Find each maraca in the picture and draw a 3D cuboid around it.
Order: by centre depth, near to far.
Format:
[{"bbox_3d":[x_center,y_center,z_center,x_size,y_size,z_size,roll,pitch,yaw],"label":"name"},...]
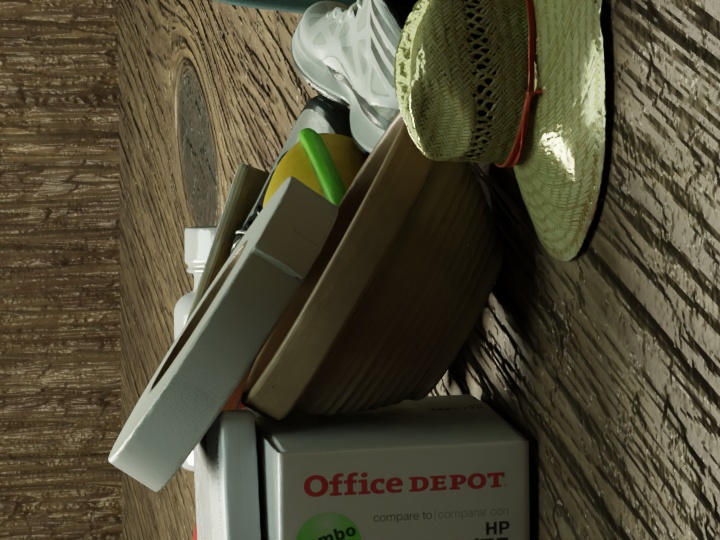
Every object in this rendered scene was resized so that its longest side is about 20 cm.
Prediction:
[{"bbox_3d":[0.000,0.000,1.621,0.137,0.107,0.201,69,179,-64],"label":"maraca"}]

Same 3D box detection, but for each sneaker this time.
[{"bbox_3d":[0.017,-0.157,1.626,0.201,0.075,0.116,-125,42,-56],"label":"sneaker"},{"bbox_3d":[-0.048,-0.032,1.827,0.074,0.079,0.201,36,120,34],"label":"sneaker"}]

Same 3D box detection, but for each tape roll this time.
[{"bbox_3d":[-0.081,0.037,1.503,0.203,0.037,0.203,-57,5,7],"label":"tape roll"}]

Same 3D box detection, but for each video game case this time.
[{"bbox_3d":[-0.076,0.184,1.505,0.182,0.023,0.201,156,111,-80],"label":"video game case"}]

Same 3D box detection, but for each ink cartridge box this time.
[{"bbox_3d":[0.013,0.183,1.474,0.146,0.146,0.201,-142,51,-78],"label":"ink cartridge box"}]

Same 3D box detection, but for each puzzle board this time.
[{"bbox_3d":[-0.087,0.027,1.909,0.151,0.017,0.201,19,-90,-64],"label":"puzzle board"}]

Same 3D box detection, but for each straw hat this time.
[{"bbox_3d":[0.062,-0.103,1.317,0.201,0.085,0.202,178,90,-79],"label":"straw hat"}]

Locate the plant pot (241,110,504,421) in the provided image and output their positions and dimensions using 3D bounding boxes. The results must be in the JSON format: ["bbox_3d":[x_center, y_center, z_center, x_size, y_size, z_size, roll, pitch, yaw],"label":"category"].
[{"bbox_3d":[0.018,0.010,1.454,0.201,0.092,0.201,-59,5,8],"label":"plant pot"}]

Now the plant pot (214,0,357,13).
[{"bbox_3d":[-0.092,-0.298,1.781,0.197,0.199,0.197,-110,20,-58],"label":"plant pot"}]

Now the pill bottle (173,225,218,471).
[{"bbox_3d":[-0.097,0.063,2.108,0.114,0.114,0.201,-172,79,-79],"label":"pill bottle"}]

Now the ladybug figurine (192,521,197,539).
[{"bbox_3d":[-0.060,0.170,1.850,0.072,0.136,0.200,46,122,14],"label":"ladybug figurine"}]
